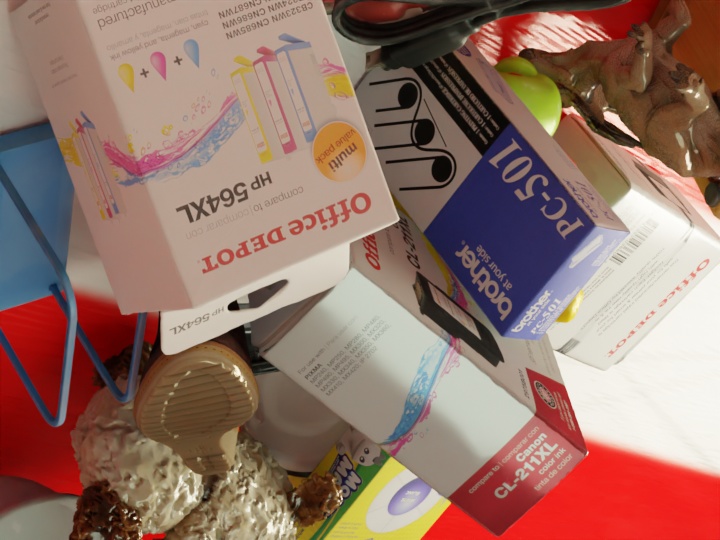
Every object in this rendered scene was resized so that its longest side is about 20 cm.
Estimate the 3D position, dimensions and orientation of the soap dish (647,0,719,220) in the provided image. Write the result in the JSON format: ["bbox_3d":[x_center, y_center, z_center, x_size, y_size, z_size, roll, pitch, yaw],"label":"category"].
[{"bbox_3d":[0.266,-0.136,1.319,0.080,0.201,0.158,5,133,-26],"label":"soap dish"}]

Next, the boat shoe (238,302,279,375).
[{"bbox_3d":[-0.013,0.055,1.333,0.198,0.067,0.070,1,176,-14],"label":"boat shoe"}]

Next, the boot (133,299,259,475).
[{"bbox_3d":[-0.102,0.018,1.150,0.072,0.168,0.200,-6,160,-5],"label":"boot"}]

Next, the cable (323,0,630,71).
[{"bbox_3d":[0.062,-0.164,1.131,0.199,0.051,0.097,-19,146,33],"label":"cable"}]

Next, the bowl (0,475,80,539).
[{"bbox_3d":[-0.271,0.210,1.307,0.201,0.090,0.202,-37,148,-29],"label":"bowl"}]

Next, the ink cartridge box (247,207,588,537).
[{"bbox_3d":[0.031,0.044,1.178,0.200,0.146,0.083,39,109,-24],"label":"ink cartridge box"}]

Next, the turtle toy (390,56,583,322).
[{"bbox_3d":[0.092,-0.054,1.320,0.144,0.102,0.201,10,141,3],"label":"turtle toy"}]

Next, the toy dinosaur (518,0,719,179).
[{"bbox_3d":[0.197,-0.105,1.276,0.085,0.200,0.136,-22,150,-30],"label":"toy dinosaur"}]

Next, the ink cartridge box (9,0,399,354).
[{"bbox_3d":[-0.078,-0.069,1.015,0.128,0.202,0.125,-23,-173,-22],"label":"ink cartridge box"}]

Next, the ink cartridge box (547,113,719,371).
[{"bbox_3d":[0.173,-0.015,1.482,0.146,0.084,0.200,-45,148,13],"label":"ink cartridge box"}]

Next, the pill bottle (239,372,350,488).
[{"bbox_3d":[-0.023,0.138,1.462,0.111,0.112,0.201,-31,149,-9],"label":"pill bottle"}]

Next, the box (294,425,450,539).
[{"bbox_3d":[0.018,0.150,1.367,0.117,0.049,0.200,9,127,-51],"label":"box"}]

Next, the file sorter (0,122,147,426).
[{"bbox_3d":[-0.231,0.027,1.093,0.199,0.123,0.139,-19,145,-28],"label":"file sorter"}]

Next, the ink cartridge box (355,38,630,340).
[{"bbox_3d":[0.072,-0.061,1.205,0.044,0.200,0.094,7,128,-50],"label":"ink cartridge box"}]

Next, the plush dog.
[{"bbox_3d":[-0.121,0.142,1.287,0.159,0.202,0.172,-23,138,29],"label":"plush dog"}]
